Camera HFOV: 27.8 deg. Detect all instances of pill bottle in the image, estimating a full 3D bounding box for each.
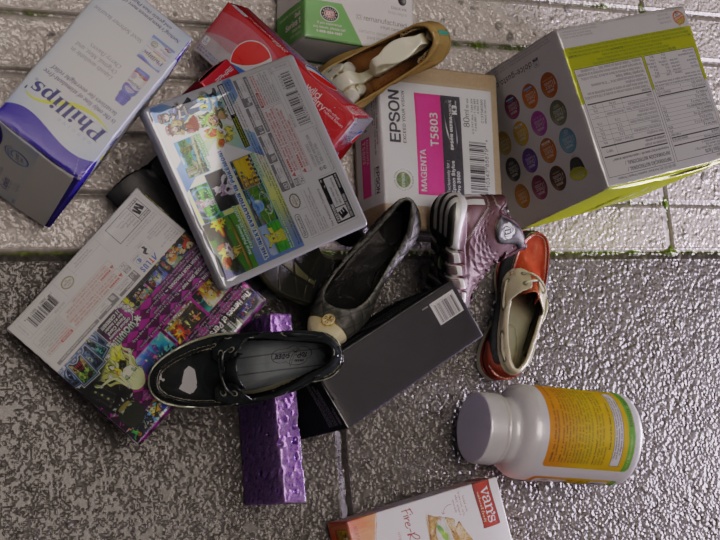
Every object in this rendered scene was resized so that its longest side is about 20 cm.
[{"bbox_3d":[0.218,0.191,1.701,0.200,0.111,0.111,8,76,-25],"label":"pill bottle"}]

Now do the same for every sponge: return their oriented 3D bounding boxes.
[{"bbox_3d":[-0.099,0.150,1.554,0.030,0.112,0.200,0,80,-25],"label":"sponge"}]

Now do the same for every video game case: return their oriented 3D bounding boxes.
[{"bbox_3d":[-0.229,0.047,1.501,0.181,0.036,0.200,40,81,3],"label":"video game case"},{"bbox_3d":[-0.109,-0.104,1.513,0.182,0.022,0.200,-25,92,-26],"label":"video game case"}]

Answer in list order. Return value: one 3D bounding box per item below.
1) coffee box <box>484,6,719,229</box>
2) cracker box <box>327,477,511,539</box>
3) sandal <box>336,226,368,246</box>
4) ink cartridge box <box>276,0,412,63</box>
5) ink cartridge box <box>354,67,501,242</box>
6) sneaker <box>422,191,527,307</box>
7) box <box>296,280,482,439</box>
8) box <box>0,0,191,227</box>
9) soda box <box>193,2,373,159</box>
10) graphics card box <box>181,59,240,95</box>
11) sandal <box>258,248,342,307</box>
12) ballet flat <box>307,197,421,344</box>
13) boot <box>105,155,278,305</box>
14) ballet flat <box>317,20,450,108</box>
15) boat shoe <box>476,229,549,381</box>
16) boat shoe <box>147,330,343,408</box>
[{"bbox_3d":[0.287,-0.181,1.762,0.200,0.200,0.198,-15,84,-29],"label":"coffee box"},{"bbox_3d":[0.075,0.321,1.634,0.200,0.058,0.134,-12,85,-28],"label":"cracker box"},{"bbox_3d":[-0.062,-0.108,1.653,0.200,0.075,0.045,45,59,-20],"label":"sandal"},{"bbox_3d":[-0.018,-0.347,1.713,0.146,0.084,0.200,5,78,-26],"label":"ink cartridge box"},{"bbox_3d":[0.079,-0.137,1.724,0.165,0.075,0.200,2,79,-27],"label":"ink cartridge box"},{"bbox_3d":[0.139,0.002,1.679,0.115,0.076,0.200,-9,120,-24],"label":"sneaker"},{"bbox_3d":[0.014,0.100,1.604,0.200,0.141,0.079,-32,96,-28],"label":"box"},{"bbox_3d":[-0.286,-0.167,1.483,0.105,0.184,0.200,38,66,-8],"label":"box"},{"bbox_3d":[-0.086,-0.206,1.613,0.200,0.063,0.070,42,104,11],"label":"soda box"},{"bbox_3d":[-0.120,-0.125,1.593,0.200,0.125,0.051,49,58,-8],"label":"graphics card box"},{"bbox_3d":[-0.073,-0.001,1.598,0.201,0.057,0.080,41,67,-56],"label":"sandal"},{"bbox_3d":[0.000,0.000,1.585,0.066,0.057,0.200,25,66,17],"label":"ballet flat"},{"bbox_3d":[-0.204,-0.013,1.562,0.165,0.066,0.200,-40,101,-35],"label":"boot"},{"bbox_3d":[0.006,-0.227,1.641,0.200,0.063,0.069,-29,86,13],"label":"ballet flat"},{"bbox_3d":[0.194,0.038,1.750,0.071,0.063,0.200,26,68,-17],"label":"boat shoe"},{"bbox_3d":[-0.113,0.098,1.454,0.199,0.066,0.075,-3,88,-7],"label":"boat shoe"}]
